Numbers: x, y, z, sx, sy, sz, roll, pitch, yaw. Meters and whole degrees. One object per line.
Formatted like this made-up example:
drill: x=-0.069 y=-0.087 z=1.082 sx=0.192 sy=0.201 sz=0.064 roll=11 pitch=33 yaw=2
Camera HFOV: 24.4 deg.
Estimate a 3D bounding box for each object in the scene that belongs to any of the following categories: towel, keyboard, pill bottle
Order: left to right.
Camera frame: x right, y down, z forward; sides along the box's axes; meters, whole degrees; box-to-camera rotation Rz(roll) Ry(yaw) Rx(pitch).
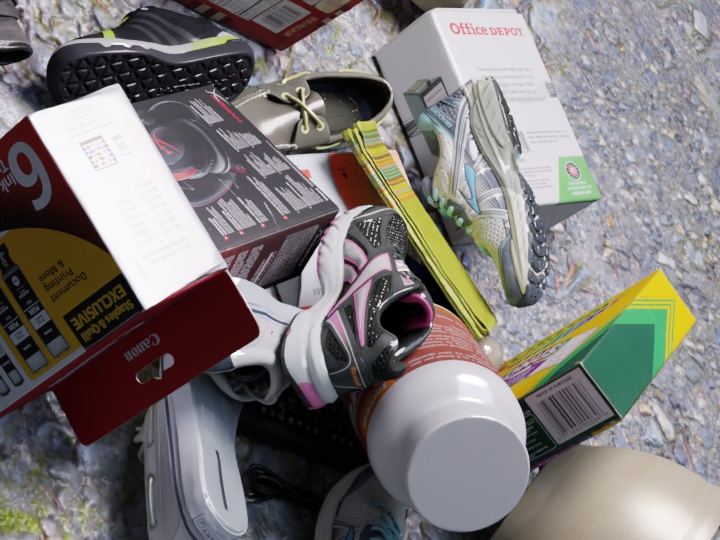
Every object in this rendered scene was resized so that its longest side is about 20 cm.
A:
keyboard: x=-0.033 y=0.127 z=1.245 sx=0.200 sy=0.021 sz=0.127 roll=24 pitch=56 yaw=-33
towel: x=0.053 y=-0.036 z=1.353 sx=0.200 sy=0.018 sz=0.086 roll=57 pitch=16 yaw=0
pill bottle: x=0.052 y=0.103 z=1.177 sx=0.112 sy=0.112 sz=0.200 roll=41 pitch=6 yaw=-20

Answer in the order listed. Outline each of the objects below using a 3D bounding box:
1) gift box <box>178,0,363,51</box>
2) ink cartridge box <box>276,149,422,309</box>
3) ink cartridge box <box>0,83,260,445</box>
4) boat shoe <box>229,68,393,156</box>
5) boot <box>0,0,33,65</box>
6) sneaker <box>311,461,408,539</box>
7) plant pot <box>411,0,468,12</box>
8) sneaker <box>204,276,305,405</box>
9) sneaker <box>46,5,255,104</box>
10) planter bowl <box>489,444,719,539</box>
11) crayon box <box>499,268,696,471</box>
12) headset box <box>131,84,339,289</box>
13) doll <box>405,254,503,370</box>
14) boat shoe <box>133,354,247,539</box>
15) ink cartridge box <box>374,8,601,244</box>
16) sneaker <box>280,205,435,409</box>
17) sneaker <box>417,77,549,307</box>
gift box: x=-0.067 y=-0.311 z=1.390 sx=0.200 sy=0.184 sz=0.187 roll=24 pitch=58 yaw=-40
ink cartridge box: x=0.000 y=0.000 z=1.350 sx=0.162 sy=0.050 sz=0.200 roll=-8 pitch=69 yaw=-49
ink cartridge box: x=-0.184 y=0.015 z=1.019 sx=0.084 sy=0.200 sz=0.176 roll=-30 pitch=87 yaw=-51
boat shoe: x=-0.050 y=-0.129 z=1.373 sx=0.201 sy=0.060 sz=0.072 roll=-18 pitch=81 yaw=-51
boot: x=-0.259 y=-0.210 z=1.209 sx=0.200 sy=0.070 sz=0.132 roll=-9 pitch=75 yaw=-38
sneaker: x=0.009 y=0.217 z=1.174 sx=0.078 sy=0.086 sz=0.200 roll=44 pitch=46 yaw=-25
plant pot: x=0.040 y=-0.363 z=1.553 sx=0.200 sy=0.187 sz=0.188 roll=30 pitch=45 yaw=-11
sneaker: x=-0.072 y=0.059 z=1.157 sx=0.200 sy=0.073 sz=0.071 roll=30 pitch=62 yaw=-63
sneaker: x=-0.171 y=-0.162 z=1.280 sx=0.200 sy=0.072 sz=0.083 roll=-8 pitch=45 yaw=-49
planter bowl: x=0.179 y=0.217 z=1.305 sx=0.135 sy=0.200 sz=0.200 roll=36 pitch=38 yaw=10
crayon box: x=0.151 y=0.097 z=1.326 sx=0.058 sy=0.200 sz=0.173 roll=53 pitch=38 yaw=-3
headset box: x=-0.136 y=-0.045 z=1.178 sx=0.149 sy=0.075 sz=0.200 roll=44 pitch=35 yaw=17
doll: x=0.051 y=0.038 z=1.344 sx=0.200 sy=0.048 sz=0.137 roll=38 pitch=45 yaw=-44
boat shoe: x=-0.124 y=0.110 z=1.127 sx=0.074 sy=0.067 sz=0.200 roll=47 pitch=21 yaw=-35
ink cartridge box: x=0.118 y=-0.135 z=1.538 sx=0.146 sy=0.084 sz=0.200 roll=-7 pitch=71 yaw=-48
sneaker: x=0.016 y=0.025 z=1.167 sx=0.200 sy=0.086 sz=0.080 roll=-72 pitch=147 yaw=-49
sneaker: x=0.102 y=-0.058 z=1.409 sx=0.078 sy=0.086 sz=0.201 roll=39 pitch=36 yaw=-66
